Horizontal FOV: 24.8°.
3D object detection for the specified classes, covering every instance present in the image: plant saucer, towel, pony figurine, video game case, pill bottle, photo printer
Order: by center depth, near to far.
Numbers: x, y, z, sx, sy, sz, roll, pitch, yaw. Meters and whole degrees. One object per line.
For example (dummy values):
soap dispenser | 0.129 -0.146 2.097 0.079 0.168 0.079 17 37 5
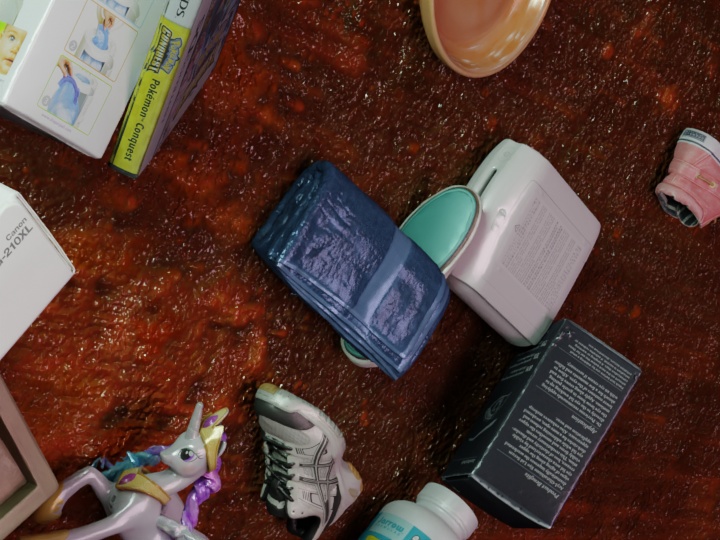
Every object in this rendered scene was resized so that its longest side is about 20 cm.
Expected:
video game case | -0.110 -0.184 1.162 0.200 0.025 0.182 -67 -178 -57
pony figurine | -0.172 0.222 1.357 0.199 0.166 0.194 -30 125 -19
towel | 0.000 0.000 1.467 0.200 0.048 0.112 43 73 -33
plant saucer | 0.116 -0.281 1.518 0.199 0.037 0.202 -30 132 -40
photo printer | 0.157 -0.030 1.682 0.167 0.069 0.200 -61 144 -7
pill bottle | 0.036 0.315 1.686 0.200 0.110 0.111 -49 141 -24

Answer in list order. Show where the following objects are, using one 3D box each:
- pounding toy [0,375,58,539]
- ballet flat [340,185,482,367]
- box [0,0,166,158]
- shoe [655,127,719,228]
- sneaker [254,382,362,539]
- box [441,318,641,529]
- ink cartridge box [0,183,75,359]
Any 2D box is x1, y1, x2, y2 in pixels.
pounding toy | -0.333 0.148 1.125 0.184 0.141 0.201 -42 127 -31
ballet flat | 0.051 0.008 1.580 0.201 0.069 0.069 -56 143 -4
box | -0.197 -0.196 1.099 0.101 0.112 0.202 31 84 -55
shoe | 0.423 -0.087 1.996 0.200 0.071 0.092 38 80 -48
sneaker | -0.058 0.186 1.522 0.088 0.075 0.201 -51 141 -20
box | 0.190 0.167 1.752 0.201 0.104 0.148 -57 -176 -11
ink cartridge box | -0.296 -0.003 1.005 0.145 0.199 0.085 -51 141 -19
